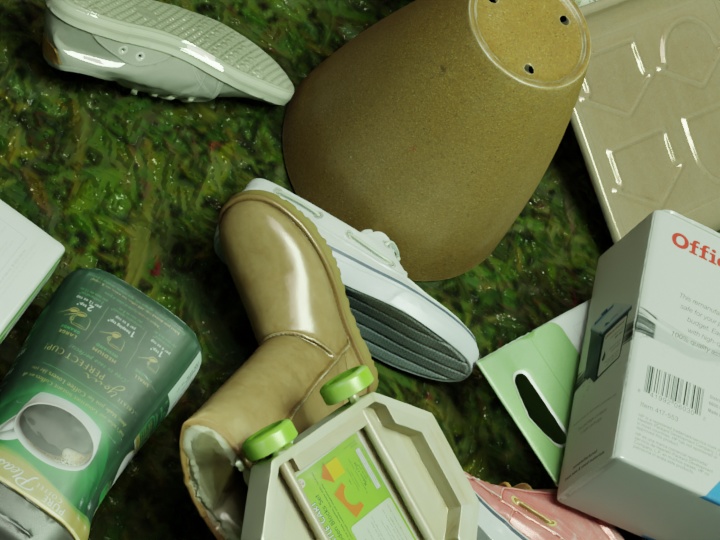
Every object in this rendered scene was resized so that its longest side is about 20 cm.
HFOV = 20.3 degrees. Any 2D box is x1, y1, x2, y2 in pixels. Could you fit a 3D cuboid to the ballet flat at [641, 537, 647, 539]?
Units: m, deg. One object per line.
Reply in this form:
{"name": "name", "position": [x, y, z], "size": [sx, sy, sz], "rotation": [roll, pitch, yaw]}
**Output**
{"name": "ballet flat", "position": [0.228, 0.194, 1.400], "size": [0.071, 0.069, 0.200], "rotation": [47, 50, -31]}

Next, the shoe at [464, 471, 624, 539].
{"name": "shoe", "position": [0.091, 0.171, 1.338], "size": [0.200, 0.072, 0.091], "rotation": [34, 32, 6]}

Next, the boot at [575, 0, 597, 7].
{"name": "boot", "position": [0.117, -0.221, 1.494], "size": [0.154, 0.072, 0.200], "rotation": [27, 16, -17]}

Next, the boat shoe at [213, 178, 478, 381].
{"name": "boat shoe", "position": [0.000, 0.000, 1.366], "size": [0.200, 0.074, 0.067], "rotation": [32, 56, -10]}

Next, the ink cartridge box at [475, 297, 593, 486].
{"name": "ink cartridge box", "position": [0.167, 0.079, 1.422], "size": [0.200, 0.059, 0.104], "rotation": [-26, 79, -34]}

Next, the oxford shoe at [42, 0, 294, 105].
{"name": "oxford shoe", "position": [-0.135, -0.146, 1.385], "size": [0.199, 0.058, 0.075], "rotation": [13, 28, -36]}

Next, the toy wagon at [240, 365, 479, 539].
{"name": "toy wagon", "position": [-0.013, 0.154, 1.157], "size": [0.200, 0.040, 0.156], "rotation": [-32, 96, -40]}

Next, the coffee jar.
{"name": "coffee jar", "position": [-0.185, 0.101, 1.213], "size": [0.104, 0.085, 0.200], "rotation": [34, 54, -3]}

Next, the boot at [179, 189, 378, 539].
{"name": "boot", "position": [-0.062, 0.058, 1.245], "size": [0.175, 0.066, 0.200], "rotation": [58, 29, -10]}

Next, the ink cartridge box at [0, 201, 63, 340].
{"name": "ink cartridge box", "position": [-0.294, -0.026, 1.228], "size": [0.200, 0.059, 0.104], "rotation": [37, 55, -6]}

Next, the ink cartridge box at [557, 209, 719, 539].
{"name": "ink cartridge box", "position": [0.227, 0.081, 1.360], "size": [0.146, 0.086, 0.201], "rotation": [24, 54, -14]}

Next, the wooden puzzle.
{"name": "wooden puzzle", "position": [0.227, -0.118, 1.542], "size": [0.185, 0.046, 0.201], "rotation": [-23, 100, -34]}

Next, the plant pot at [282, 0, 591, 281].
{"name": "plant pot", "position": [0.071, -0.117, 1.386], "size": [0.186, 0.200, 0.187], "rotation": [12, 61, -23]}
